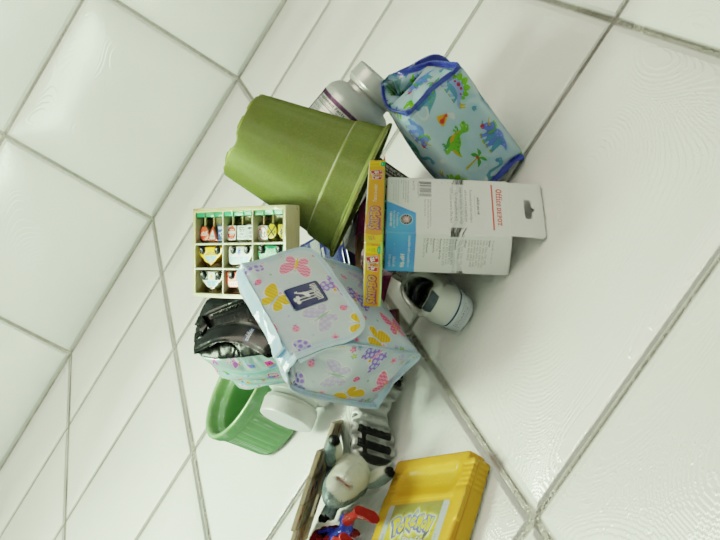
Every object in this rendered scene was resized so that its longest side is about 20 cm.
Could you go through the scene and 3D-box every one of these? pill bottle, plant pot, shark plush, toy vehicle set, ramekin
[{"bbox_3d":[-0.076,0.132,1.724,0.112,0.112,0.202,-19,46,60],"label":"pill bottle"},{"bbox_3d":[-0.081,-0.148,1.595,0.200,0.188,0.202,24,-90,-89],"label":"plant pot"},{"bbox_3d":[-0.036,0.272,1.435,0.084,0.090,0.200,-59,6,-25],"label":"shark plush"},{"bbox_3d":[-0.158,-0.025,1.582,0.199,0.026,0.126,0,91,44],"label":"toy vehicle set"},{"bbox_3d":[-0.033,-0.212,1.746,0.200,0.112,0.112,-48,23,9],"label":"pill bottle"},{"bbox_3d":[-0.155,0.194,1.845,0.200,0.097,0.201,-48,24,29],"label":"ramekin"}]

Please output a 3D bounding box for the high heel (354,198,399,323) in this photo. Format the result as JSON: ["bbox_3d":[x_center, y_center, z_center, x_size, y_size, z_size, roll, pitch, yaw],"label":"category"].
[{"bbox_3d":[0.000,0.000,1.592,0.067,0.095,0.203,-4,89,48],"label":"high heel"}]

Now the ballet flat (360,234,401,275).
[{"bbox_3d":[0.091,-0.036,1.550,0.071,0.199,0.070,24,128,46],"label":"ballet flat"}]

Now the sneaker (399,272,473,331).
[{"bbox_3d":[0.087,0.024,1.548,0.074,0.070,0.200,-60,19,-1],"label":"sneaker"}]

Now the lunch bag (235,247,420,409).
[{"bbox_3d":[-0.047,0.067,1.435,0.127,0.199,0.170,-52,48,22],"label":"lunch bag"}]

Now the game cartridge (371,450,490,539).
[{"bbox_3d":[0.062,0.303,1.299,0.176,0.032,0.202,-25,41,57],"label":"game cartridge"}]

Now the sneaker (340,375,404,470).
[{"bbox_3d":[0.007,0.184,1.533,0.081,0.075,0.201,-51,21,46],"label":"sneaker"}]

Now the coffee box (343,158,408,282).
[{"bbox_3d":[0.035,-0.085,1.753,0.080,0.112,0.201,-50,24,23],"label":"coffee box"}]

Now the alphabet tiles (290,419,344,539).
[{"bbox_3d":[-0.057,0.274,1.480,0.200,0.007,0.169,52,-124,-83],"label":"alphabet tiles"}]

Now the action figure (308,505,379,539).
[{"bbox_3d":[-0.032,0.339,1.425,0.066,0.051,0.200,-64,10,-29],"label":"action figure"}]

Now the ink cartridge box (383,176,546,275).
[{"bbox_3d":[0.130,-0.056,1.470,0.117,0.197,0.068,-86,-2,-49],"label":"ink cartridge box"}]

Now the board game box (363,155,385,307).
[{"bbox_3d":[0.019,-0.054,1.447,0.201,0.030,0.096,-82,-5,-53],"label":"board game box"}]

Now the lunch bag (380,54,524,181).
[{"bbox_3d":[0.115,-0.201,1.617,0.127,0.170,0.200,-41,20,-7],"label":"lunch bag"}]

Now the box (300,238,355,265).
[{"bbox_3d":[-0.041,-0.001,1.818,0.200,0.032,0.123,155,104,-68],"label":"box"}]

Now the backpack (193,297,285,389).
[{"bbox_3d":[-0.137,0.091,1.631,0.198,0.127,0.168,-13,43,27],"label":"backpack"}]
